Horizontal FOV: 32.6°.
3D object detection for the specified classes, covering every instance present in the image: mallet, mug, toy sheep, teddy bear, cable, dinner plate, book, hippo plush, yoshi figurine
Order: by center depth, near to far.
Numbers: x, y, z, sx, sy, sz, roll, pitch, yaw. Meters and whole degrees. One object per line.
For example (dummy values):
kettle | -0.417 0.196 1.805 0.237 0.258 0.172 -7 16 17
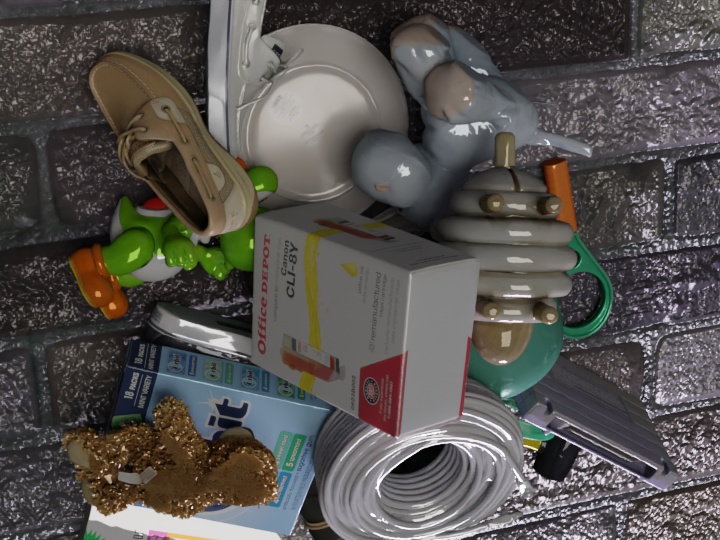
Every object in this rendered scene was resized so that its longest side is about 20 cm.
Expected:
toy sheep | 0.125 -0.019 1.058 0.138 0.138 0.200 5 92 -20
yoshi figurine | -0.151 -0.017 1.112 0.200 0.112 0.112 -30 127 -5
teddy bear | -0.171 0.173 1.113 0.200 0.067 0.145 -17 119 18
cable | 0.054 0.178 1.144 0.200 0.069 0.200 -17 131 -4
hippo plush | 0.070 -0.129 1.145 0.200 0.159 0.161 20 120 -40
dinner plate | -0.046 -0.130 1.158 0.200 0.024 0.201 -5 108 -17
mug | 0.135 0.051 1.206 0.185 0.152 0.115 -24 119 -7
book | -0.189 0.300 1.242 0.200 0.048 0.134 12 99 -20
mallet | 0.143 0.184 1.321 0.200 0.041 0.066 9 107 -16

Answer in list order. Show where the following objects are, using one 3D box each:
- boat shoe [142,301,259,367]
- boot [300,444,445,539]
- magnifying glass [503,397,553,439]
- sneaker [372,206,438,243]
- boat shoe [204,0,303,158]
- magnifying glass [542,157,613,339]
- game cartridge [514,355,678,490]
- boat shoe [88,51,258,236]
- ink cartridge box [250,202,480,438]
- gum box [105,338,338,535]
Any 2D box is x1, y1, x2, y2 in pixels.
boat shoe | -0.112 0.091 1.181 0.200 0.072 0.068 18 100 -20
boot | 0.009 0.175 1.244 0.200 0.077 0.138 -31 109 -2
magnifying glass | 0.110 0.134 1.268 0.200 0.080 0.022 14 106 -11
sneaker | 0.000 0.000 1.182 0.200 0.082 0.075 -37 115 -4
boat shoe | -0.093 -0.190 1.086 0.086 0.075 0.202 3 94 -8
magnifying glass | 0.218 -0.020 1.284 0.079 0.022 0.200 -18 111 -12
game cartridge | 0.234 0.145 1.285 0.200 0.130 0.038 28 111 -24
boat shoe | -0.170 -0.111 1.045 0.064 0.200 0.071 -25 156 -53
ink cartridge box | -0.003 0.037 1.052 0.083 0.200 0.145 -12 113 -40
gum box | -0.139 0.161 1.164 0.200 0.045 0.170 13 123 -12
